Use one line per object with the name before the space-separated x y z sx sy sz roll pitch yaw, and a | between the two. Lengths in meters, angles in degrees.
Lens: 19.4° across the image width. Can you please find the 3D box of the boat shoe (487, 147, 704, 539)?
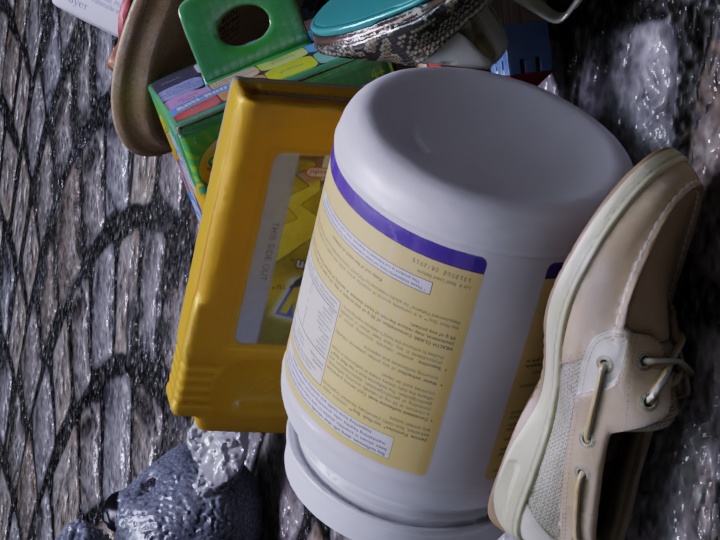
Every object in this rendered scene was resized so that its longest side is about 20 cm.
boat shoe | 0.116 0.043 0.924 0.065 0.072 0.201 32 118 28

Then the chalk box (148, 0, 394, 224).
chalk box | -0.037 -0.063 1.166 0.124 0.124 0.202 -128 17 -69

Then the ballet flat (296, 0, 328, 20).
ballet flat | -0.035 -0.211 1.395 0.201 0.074 0.075 -113 32 -53

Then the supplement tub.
supplement tub | 0.041 0.021 1.008 0.146 0.144 0.201 -113 31 -52

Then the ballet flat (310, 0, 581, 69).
ballet flat | 0.066 -0.140 0.998 0.199 0.075 0.068 -34 24 31

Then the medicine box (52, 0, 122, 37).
medicine box | -0.105 -0.273 1.418 0.182 0.102 0.201 -55 -11 -56

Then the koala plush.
koala plush | -0.123 0.208 1.498 0.178 0.182 0.201 98 -174 -51

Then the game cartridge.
game cartridge | 0.000 0.000 1.088 0.033 0.175 0.202 -116 34 -54

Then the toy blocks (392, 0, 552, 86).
toy blocks | 0.048 -0.133 1.126 0.200 0.099 0.138 -173 75 -72

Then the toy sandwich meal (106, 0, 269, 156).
toy sandwich meal | -0.105 -0.160 1.271 0.206 0.070 0.206 -52 -21 -28
